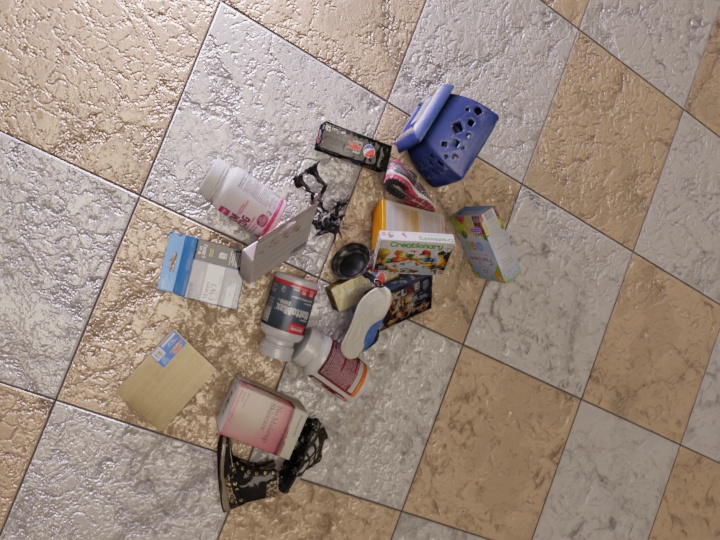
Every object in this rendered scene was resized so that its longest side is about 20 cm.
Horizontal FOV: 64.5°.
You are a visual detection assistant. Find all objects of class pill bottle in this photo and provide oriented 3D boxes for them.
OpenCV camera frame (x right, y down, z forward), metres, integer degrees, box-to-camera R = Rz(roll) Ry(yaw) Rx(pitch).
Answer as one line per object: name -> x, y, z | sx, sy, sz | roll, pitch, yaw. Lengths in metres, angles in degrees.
pill bottle -> -0.079, 0.245, 1.490 | 0.198, 0.114, 0.116 | 38, 82, -19
pill bottle -> -0.187, 0.116, 1.440 | 0.116, 0.119, 0.207 | 17, 89, -20
pill bottle -> -0.287, -0.175, 1.384 | 0.197, 0.113, 0.116 | 34, 83, -18

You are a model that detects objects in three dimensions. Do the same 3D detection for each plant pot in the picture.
plant pot -> 0.216, -0.362, 1.514 | 0.178, 0.200, 0.203 | 35, 83, -12

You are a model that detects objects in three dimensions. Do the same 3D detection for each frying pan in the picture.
frying pan -> 0.006, -0.014, 1.483 | 0.117, 0.185, 0.031 | -61, 146, -24

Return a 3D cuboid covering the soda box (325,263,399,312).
soda box -> 0.006, 0.036, 1.533 | 0.195, 0.064, 0.070 | -26, 102, -17

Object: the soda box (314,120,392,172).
soda box -> -0.019, -0.321, 1.497 | 0.194, 0.063, 0.073 | 16, 90, -20

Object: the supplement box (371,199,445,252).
supplement box -> 0.130, -0.100, 1.538 | 0.194, 0.074, 0.130 | 12, 61, -20

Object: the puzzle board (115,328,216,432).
puzzle board -> -0.474, 0.269, 1.401 | 0.151, 0.017, 0.201 | 46, 78, -16

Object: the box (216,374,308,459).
box -> -0.249, 0.369, 1.440 | 0.196, 0.109, 0.131 | 27, 85, -19

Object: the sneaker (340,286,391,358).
sneaker -> 0.023, 0.129, 1.470 | 0.075, 0.111, 0.205 | 29, 98, 12

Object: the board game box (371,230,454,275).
board game box -> 0.133, -0.044, 1.468 | 0.192, 0.128, 0.035 | 2, 50, -9

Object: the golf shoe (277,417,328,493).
golf shoe -> -0.141, 0.493, 1.486 | 0.095, 0.076, 0.203 | 47, 58, -32

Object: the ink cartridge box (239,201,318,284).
ink cartridge box -> -0.196, -0.078, 1.366 | 0.045, 0.178, 0.198 | 42, 52, 15

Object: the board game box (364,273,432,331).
board game box -> 0.106, 0.081, 1.549 | 0.195, 0.035, 0.139 | -23, 134, -18

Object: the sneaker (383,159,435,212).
sneaker -> 0.142, -0.219, 1.540 | 0.199, 0.079, 0.077 | 39, 52, -41

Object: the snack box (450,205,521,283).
snack box -> 0.348, -0.075, 1.592 | 0.066, 0.168, 0.205 | -30, 103, -13

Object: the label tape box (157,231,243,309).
label tape box -> -0.381, 0.001, 1.389 | 0.194, 0.066, 0.149 | 15, 89, -22

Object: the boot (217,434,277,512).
boot -> -0.289, 0.506, 1.455 | 0.145, 0.073, 0.208 | -4, 99, -18

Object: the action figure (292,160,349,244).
action figure -> -0.093, -0.167, 1.463 | 0.118, 0.101, 0.204 | -36, 103, -25
